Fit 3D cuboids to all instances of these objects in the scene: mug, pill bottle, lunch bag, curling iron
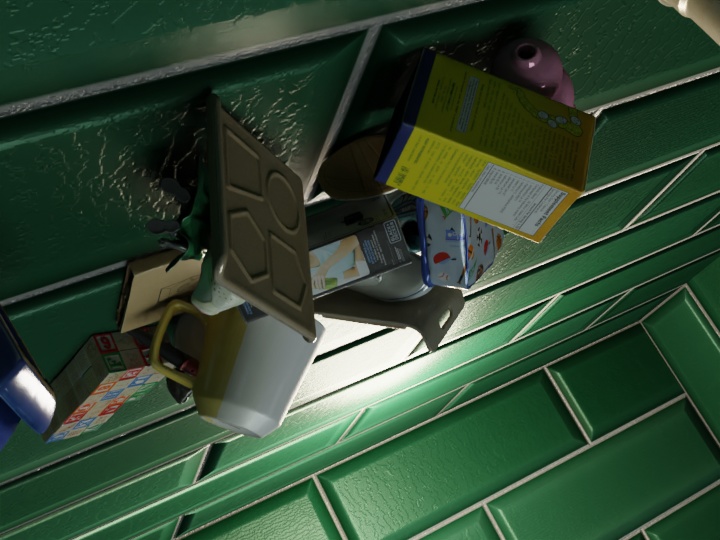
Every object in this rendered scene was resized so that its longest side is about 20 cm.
[{"bbox_3d":[-0.152,0.120,1.164,0.186,0.154,0.149,10,161,24],"label":"mug"},{"bbox_3d":[-0.199,0.122,1.330,0.113,0.113,0.200,-25,162,-13],"label":"pill bottle"},{"bbox_3d":[0.129,-0.078,1.173,0.075,0.161,0.200,2,-152,22],"label":"lunch bag"},{"bbox_3d":[-0.227,0.131,1.202,0.050,0.200,0.026,-52,-173,-18],"label":"curling iron"}]

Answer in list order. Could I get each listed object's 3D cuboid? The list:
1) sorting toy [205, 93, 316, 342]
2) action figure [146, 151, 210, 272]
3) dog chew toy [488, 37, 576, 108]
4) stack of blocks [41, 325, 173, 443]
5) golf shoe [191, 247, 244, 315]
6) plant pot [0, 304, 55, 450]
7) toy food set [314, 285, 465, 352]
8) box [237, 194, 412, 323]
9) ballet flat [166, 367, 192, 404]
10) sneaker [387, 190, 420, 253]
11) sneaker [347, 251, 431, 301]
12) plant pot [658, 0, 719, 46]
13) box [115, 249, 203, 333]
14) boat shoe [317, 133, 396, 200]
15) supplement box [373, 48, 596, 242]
[{"bbox_3d":[-0.098,-0.042,0.882,0.036,0.186,0.200,-15,153,17],"label":"sorting toy"},{"bbox_3d":[-0.172,-0.051,0.964,0.200,0.055,0.118,71,39,-85],"label":"action figure"},{"bbox_3d":[0.192,-0.193,1.074,0.124,0.125,0.200,-28,154,-3],"label":"dog chew toy"},{"bbox_3d":[-0.353,0.157,1.279,0.115,0.059,0.200,-7,152,-50],"label":"stack of blocks"},{"bbox_3d":[-0.127,-0.030,0.980,0.091,0.075,0.200,-36,-159,29],"label":"golf shoe"},{"bbox_3d":[-0.396,0.089,0.826,0.180,0.200,0.200,-31,163,-17],"label":"plant pot"},{"bbox_3d":[0.029,0.057,1.280,0.199,0.061,0.144,6,-152,23],"label":"toy food set"},{"bbox_3d":[-0.050,-0.019,1.061,0.199,0.060,0.117,-20,-159,0],"label":"box"},{"bbox_3d":[-0.209,0.149,1.466,0.200,0.057,0.066,-23,177,-14],"label":"ballet flat"},{"bbox_3d":[0.043,-0.050,1.272,0.077,0.086,0.200,-17,158,-31],"label":"sneaker"},{"bbox_3d":[0.000,0.000,1.229,0.199,0.073,0.071,6,179,28],"label":"sneaker"},{"bbox_3d":[0.474,-0.310,1.062,0.200,0.184,0.201,-26,162,-9],"label":"plant pot"},{"bbox_3d":[-0.202,0.007,1.162,0.200,0.021,0.164,-19,160,-28],"label":"box"},{"bbox_3d":[0.041,-0.127,1.090,0.200,0.071,0.069,-22,174,-14],"label":"boat shoe"},{"bbox_3d":[0.131,-0.130,0.987,0.199,0.110,0.109,21,149,-6],"label":"supplement box"}]
